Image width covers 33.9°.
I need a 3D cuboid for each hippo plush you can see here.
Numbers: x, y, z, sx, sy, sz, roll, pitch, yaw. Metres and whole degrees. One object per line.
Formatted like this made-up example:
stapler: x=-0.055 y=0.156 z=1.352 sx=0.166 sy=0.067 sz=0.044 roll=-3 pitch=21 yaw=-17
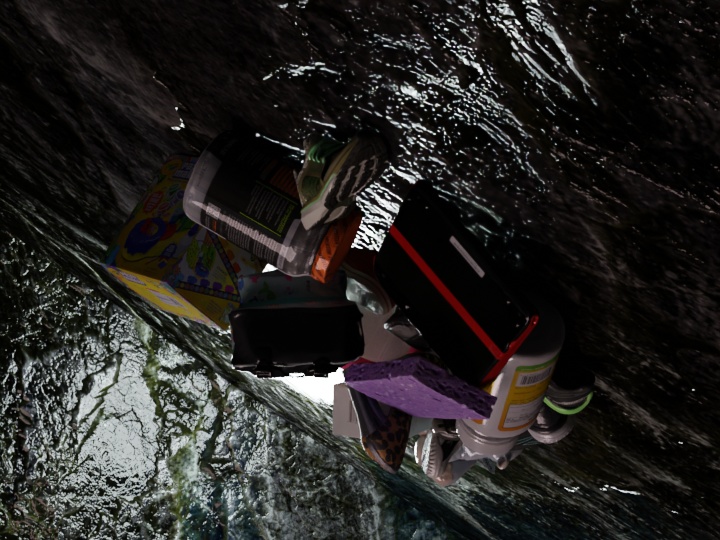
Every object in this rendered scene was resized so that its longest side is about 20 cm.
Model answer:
hippo plush: x=0.190 y=0.286 z=1.933 sx=0.199 sy=0.160 sz=0.160 roll=37 pitch=165 yaw=-21

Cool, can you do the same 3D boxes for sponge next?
sponge: x=0.066 y=0.140 z=1.387 sx=0.111 sy=0.030 sz=0.200 roll=28 pitch=164 yaw=-18

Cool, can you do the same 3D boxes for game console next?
game console: x=0.100 y=0.019 z=1.298 sx=0.200 sy=0.031 sz=0.177 roll=50 pitch=144 yaw=15

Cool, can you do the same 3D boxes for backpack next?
backpack: x=-0.081 y=0.073 z=1.535 sx=0.175 sy=0.153 sz=0.200 roll=-3 pitch=170 yaw=3

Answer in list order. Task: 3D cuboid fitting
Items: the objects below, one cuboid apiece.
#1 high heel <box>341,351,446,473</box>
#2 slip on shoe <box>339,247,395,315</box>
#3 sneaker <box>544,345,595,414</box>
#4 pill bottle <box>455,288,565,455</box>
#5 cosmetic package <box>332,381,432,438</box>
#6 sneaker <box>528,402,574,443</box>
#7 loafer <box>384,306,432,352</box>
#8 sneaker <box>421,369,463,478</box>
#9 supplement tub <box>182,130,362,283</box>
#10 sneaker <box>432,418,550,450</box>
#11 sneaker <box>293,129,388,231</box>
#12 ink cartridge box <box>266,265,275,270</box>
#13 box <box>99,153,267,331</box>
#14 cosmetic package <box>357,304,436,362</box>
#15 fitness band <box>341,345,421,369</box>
high heel: x=0.064 y=0.185 z=1.544 sx=0.199 sy=0.144 sz=0.071 roll=-5 pitch=159 yaw=-48
slip on shoe: x=0.000 y=0.000 z=1.587 sx=0.199 sy=0.061 sz=0.075 roll=31 pitch=150 yaw=55
sneaker: x=0.213 y=0.101 z=1.498 sx=0.198 sy=0.077 sz=0.084 roll=30 pitch=144 yaw=2
pill bottle: x=0.170 y=0.127 z=1.412 sx=0.110 sy=0.111 sz=0.202 roll=26 pitch=137 yaw=17
cosmetic package: x=0.054 y=0.204 z=1.826 sx=0.112 sy=0.082 sz=0.199 roll=6 pitch=-173 yaw=34
sneaker: x=0.214 y=0.149 z=1.625 sx=0.200 sy=0.075 sz=0.115 roll=38 pitch=159 yaw=57
loafer: x=0.094 y=0.049 z=1.516 sx=0.073 sy=0.072 sz=0.200 roll=33 pitch=156 yaw=-10
sneaker: x=0.172 y=0.235 z=1.771 sx=0.128 sy=0.200 sz=0.080 roll=19 pitch=138 yaw=1
supplement tub: x=-0.105 y=-0.074 z=1.436 sx=0.198 sy=0.123 sz=0.123 roll=30 pitch=165 yaw=8
sneaker: x=0.201 y=0.230 z=1.705 sx=0.197 sy=0.076 sz=0.080 roll=-4 pitch=129 yaw=-5
sneaker: x=-0.037 y=-0.114 z=1.284 sx=0.089 sy=0.076 sz=0.200 roll=59 pitch=152 yaw=8
ink cartridge box: x=-0.163 y=-0.039 z=1.814 sx=0.198 sy=0.058 sz=0.163 roll=16 pitch=160 yaw=31
box: x=-0.225 y=-0.043 z=1.635 sx=0.199 sy=0.194 sz=0.122 roll=11 pitch=155 yaw=51
cosmetic package: x=0.045 y=0.108 z=1.764 sx=0.071 sy=0.102 sz=0.199 roll=38 pitch=165 yaw=-31
fitness band: x=0.006 y=0.073 z=1.658 sx=0.198 sy=0.146 sz=0.037 roll=18 pitch=-166 yaw=30
